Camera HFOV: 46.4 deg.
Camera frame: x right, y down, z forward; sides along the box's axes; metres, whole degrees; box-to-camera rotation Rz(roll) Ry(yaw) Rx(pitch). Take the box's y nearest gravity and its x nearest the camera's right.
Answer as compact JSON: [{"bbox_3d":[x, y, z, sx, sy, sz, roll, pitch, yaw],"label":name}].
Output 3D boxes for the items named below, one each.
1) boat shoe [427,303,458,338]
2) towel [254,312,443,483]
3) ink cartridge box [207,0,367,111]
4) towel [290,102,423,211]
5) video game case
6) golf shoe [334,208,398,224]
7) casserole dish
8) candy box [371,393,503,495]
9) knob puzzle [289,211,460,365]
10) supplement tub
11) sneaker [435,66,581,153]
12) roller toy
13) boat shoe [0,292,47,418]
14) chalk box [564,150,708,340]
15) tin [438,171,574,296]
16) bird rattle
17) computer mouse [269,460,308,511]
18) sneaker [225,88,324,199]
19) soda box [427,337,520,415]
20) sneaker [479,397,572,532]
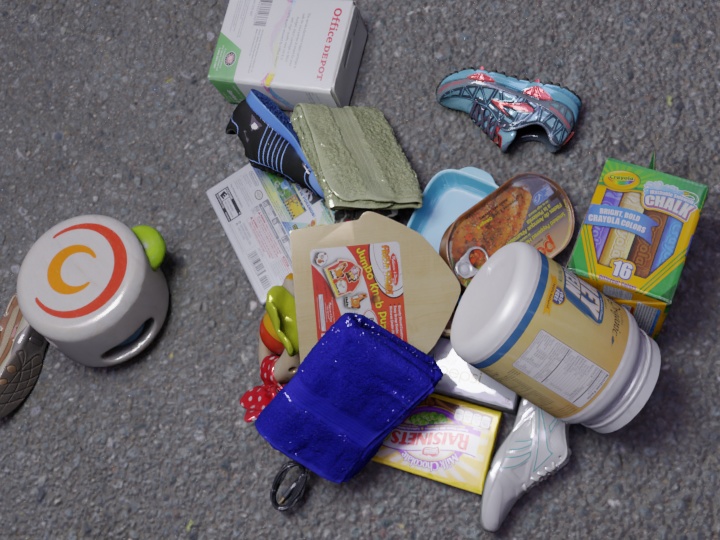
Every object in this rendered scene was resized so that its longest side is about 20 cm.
[{"bbox_3d":[0.078,0.041,1.036,0.196,0.072,0.069,13,90,7],"label":"boat shoe"},{"bbox_3d":[-0.015,0.154,0.966,0.146,0.050,0.201,30,115,-18],"label":"towel"},{"bbox_3d":[-0.103,-0.316,1.226,0.196,0.088,0.148,9,76,19],"label":"ink cartridge box"},{"bbox_3d":[-0.004,-0.154,1.122,0.146,0.037,0.202,-3,49,-25],"label":"towel"},{"bbox_3d":[-0.104,-0.079,1.189,0.180,0.022,0.202,-32,68,4],"label":"video game case"},{"bbox_3d":[0.000,0.000,1.103,0.086,0.077,0.205,6,90,-4],"label":"golf shoe"},{"bbox_3d":[0.120,-0.039,1.109,0.119,0.039,0.203,23,81,19],"label":"casserole dish"},{"bbox_3d":[0.072,0.202,1.055,0.196,0.026,0.104,13,81,18],"label":"candy box"},{"bbox_3d":[0.020,0.031,0.997,0.215,0.030,0.225,0,89,-1],"label":"knob puzzle"},{"bbox_3d":[0.215,0.077,0.929,0.198,0.144,0.146,31,81,-12],"label":"supplement tub"},{"bbox_3d":[0.189,-0.209,1.122,0.196,0.079,0.097,13,79,18],"label":"sneaker"},{"bbox_3d":[-0.366,0.031,1.160,0.196,0.140,0.186,4,64,10],"label":"roller toy"},{"bbox_3d":[-0.502,0.117,1.211,0.071,0.076,0.203,13,68,21],"label":"boat shoe"},{"bbox_3d":[0.331,-0.042,1.002,0.122,0.125,0.203,20,71,20],"label":"chalk box"},{"bbox_3d":[0.184,-0.041,1.052,0.199,0.042,0.113,-34,85,-23],"label":"tin"},{"bbox_3d":[-0.092,0.099,1.085,0.110,0.202,0.164,8,36,-19],"label":"bird rattle"},{"bbox_3d":[-0.043,0.224,1.055,0.200,0.034,0.059,-44,102,6],"label":"computer mouse"},{"bbox_3d":[-0.110,-0.160,1.175,0.078,0.070,0.201,-47,72,20],"label":"sneaker"},{"bbox_3d":[0.104,0.121,1.048,0.196,0.068,0.065,13,78,18],"label":"soda box"},{"bbox_3d":[0.202,0.221,0.993,0.079,0.070,0.203,25,81,17],"label":"sneaker"}]
